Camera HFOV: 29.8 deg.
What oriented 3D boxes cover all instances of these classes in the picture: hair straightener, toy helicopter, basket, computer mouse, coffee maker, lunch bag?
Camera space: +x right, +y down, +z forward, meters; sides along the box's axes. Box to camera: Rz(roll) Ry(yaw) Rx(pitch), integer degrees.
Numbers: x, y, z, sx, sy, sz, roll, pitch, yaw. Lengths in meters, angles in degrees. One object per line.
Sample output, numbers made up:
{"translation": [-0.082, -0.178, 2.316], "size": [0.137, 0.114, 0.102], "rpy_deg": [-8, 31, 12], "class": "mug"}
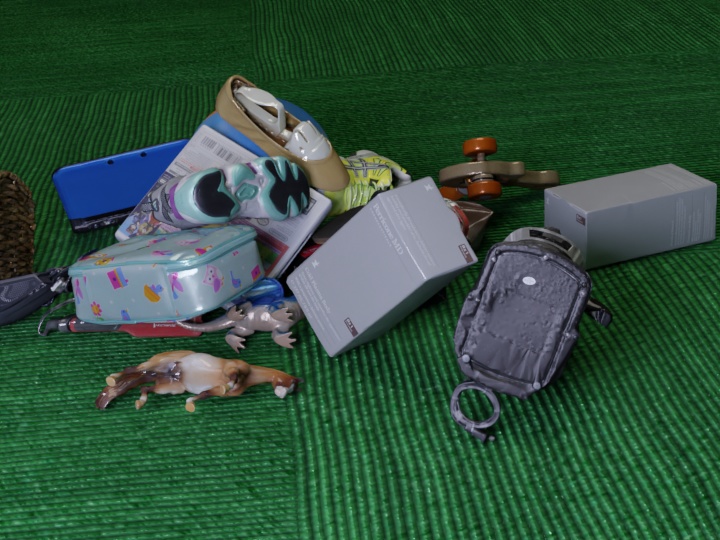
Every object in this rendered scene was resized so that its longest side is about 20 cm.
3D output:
{"translation": [-0.280, 0.055, 1.592], "size": [0.200, 0.041, 0.077], "rpy_deg": [-6, 23, 4], "class": "hair straightener"}
{"translation": [0.194, -0.127, 1.901], "size": [0.200, 0.079, 0.132], "rpy_deg": [1, -12, -36], "class": "toy helicopter"}
{"translation": [-0.500, -0.055, 1.660], "size": [0.149, 0.143, 0.200], "rpy_deg": [0, -1, 6], "class": "basket"}
{"translation": [-0.400, 0.034, 1.590], "size": [0.200, 0.053, 0.138], "rpy_deg": [-12, 0, 11], "class": "computer mouse"}
{"translation": [0.155, 0.051, 1.385], "size": [0.135, 0.192, 0.200], "rpy_deg": [44, 11, 3], "class": "coffee maker"}
{"translation": [-0.217, 0.000, 1.514], "size": [0.200, 0.077, 0.160], "rpy_deg": [-3, 17, 29], "class": "lunch bag"}

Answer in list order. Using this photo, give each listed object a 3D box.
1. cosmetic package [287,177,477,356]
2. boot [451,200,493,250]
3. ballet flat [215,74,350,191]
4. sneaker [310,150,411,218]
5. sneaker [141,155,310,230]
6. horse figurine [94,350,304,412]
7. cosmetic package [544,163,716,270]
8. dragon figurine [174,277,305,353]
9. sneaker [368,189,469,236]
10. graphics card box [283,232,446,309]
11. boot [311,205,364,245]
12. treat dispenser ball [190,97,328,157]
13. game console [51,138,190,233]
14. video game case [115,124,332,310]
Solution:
{"translation": [0.020, -0.001, 1.435], "size": [0.090, 0.107, 0.200], "rpy_deg": [-21, -15, -38], "class": "cosmetic package"}
{"translation": [0.093, -0.088, 1.830], "size": [0.200, 0.064, 0.186], "rpy_deg": [3, 35, 19], "class": "boot"}
{"translation": [-0.094, -0.169, 1.657], "size": [0.200, 0.063, 0.069], "rpy_deg": [34, 51, 8], "class": "ballet flat"}
{"translation": [-0.002, -0.112, 1.739], "size": [0.076, 0.075, 0.200], "rpy_deg": [15, 25, 25], "class": "sneaker"}
{"translation": [-0.167, -0.089, 1.588], "size": [0.140, 0.078, 0.200], "rpy_deg": [-6, -1, 43], "class": "sneaker"}
{"translation": [-0.176, 0.115, 1.402], "size": [0.200, 0.050, 0.133], "rpy_deg": [0, 10, 22], "class": "horse figurine"}
{"translation": [0.345, -0.072, 1.736], "size": [0.200, 0.090, 0.107], "rpy_deg": [-14, 25, -17], "class": "cosmetic package"}
{"translation": [-0.116, 0.046, 1.550], "size": [0.200, 0.059, 0.099], "rpy_deg": [-5, 22, 8], "class": "dragon figurine"}
{"translation": [0.095, -0.054, 1.650], "size": [0.108, 0.067, 0.201], "rpy_deg": [7, 12, -26], "class": "sneaker"}
{"translation": [0.000, 0.000, 1.656], "size": [0.125, 0.051, 0.200], "rpy_deg": [-15, 27, -27], "class": "graphics card box"}
{"translation": [0.002, -0.031, 1.599], "size": [0.074, 0.075, 0.200], "rpy_deg": [-40, 17, -15], "class": "boot"}
{"translation": [-0.132, -0.130, 1.784], "size": [0.201, 0.201, 0.201], "rpy_deg": [-3, 23, 1], "class": "treat dispenser ball"}
{"translation": [-0.319, -0.134, 1.896], "size": [0.200, 0.118, 0.171], "rpy_deg": [-13, 23, -4], "class": "game console"}
{"translation": [-0.165, -0.060, 1.640], "size": [0.200, 0.023, 0.182], "rpy_deg": [32, 73, 16], "class": "video game case"}
